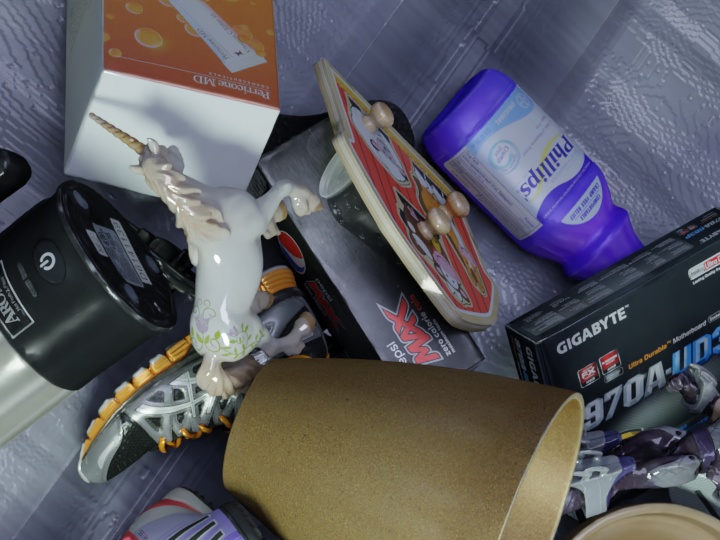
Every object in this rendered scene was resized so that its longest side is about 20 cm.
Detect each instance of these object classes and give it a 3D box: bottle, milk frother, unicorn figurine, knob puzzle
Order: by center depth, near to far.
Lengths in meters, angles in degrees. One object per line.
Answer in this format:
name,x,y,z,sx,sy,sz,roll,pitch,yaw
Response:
unicorn figurine,-0.086,-0.013,1.631,0.137,0.073,0.202,-10,90,-53
milk frother,-0.214,0.037,1.690,0.188,0.200,0.181,-36,51,14
knob puzzle,0.047,-0.040,1.732,0.030,0.220,0.220,-33,93,15
bottle,0.138,-0.055,1.855,0.200,0.065,0.084,45,66,-7

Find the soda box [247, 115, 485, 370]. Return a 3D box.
soda box,0.000,0.000,1.729,0.070,0.063,0.201,-31,85,-19

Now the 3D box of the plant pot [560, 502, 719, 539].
plant pot,0.197,0.266,1.800,0.199,0.093,0.203,1,86,-17

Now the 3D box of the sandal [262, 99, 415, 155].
sandal,-0.053,-0.078,1.809,0.199,0.048,0.076,-6,81,-33

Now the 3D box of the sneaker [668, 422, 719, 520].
sneaker,0.291,0.194,1.847,0.201,0.073,0.071,59,35,-28

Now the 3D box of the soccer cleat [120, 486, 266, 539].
soccer cleat,-0.106,0.191,1.657,0.073,0.200,0.069,-35,105,-17

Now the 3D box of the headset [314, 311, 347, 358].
headset,0.010,0.065,1.798,0.123,0.094,0.201,26,87,-6

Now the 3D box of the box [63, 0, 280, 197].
box,-0.130,-0.153,1.714,0.123,0.098,0.201,11,43,-17

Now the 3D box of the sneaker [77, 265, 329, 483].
sneaker,-0.108,0.084,1.720,0.200,0.078,0.077,-39,87,-3

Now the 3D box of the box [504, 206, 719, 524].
box,0.211,0.069,1.834,0.199,0.046,0.160,-27,118,-21

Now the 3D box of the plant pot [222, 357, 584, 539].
plant pot,0.019,0.133,1.619,0.199,0.187,0.187,20,72,15

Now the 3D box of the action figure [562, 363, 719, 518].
action figure,0.221,0.127,1.748,0.198,0.130,0.070,-10,124,-5
